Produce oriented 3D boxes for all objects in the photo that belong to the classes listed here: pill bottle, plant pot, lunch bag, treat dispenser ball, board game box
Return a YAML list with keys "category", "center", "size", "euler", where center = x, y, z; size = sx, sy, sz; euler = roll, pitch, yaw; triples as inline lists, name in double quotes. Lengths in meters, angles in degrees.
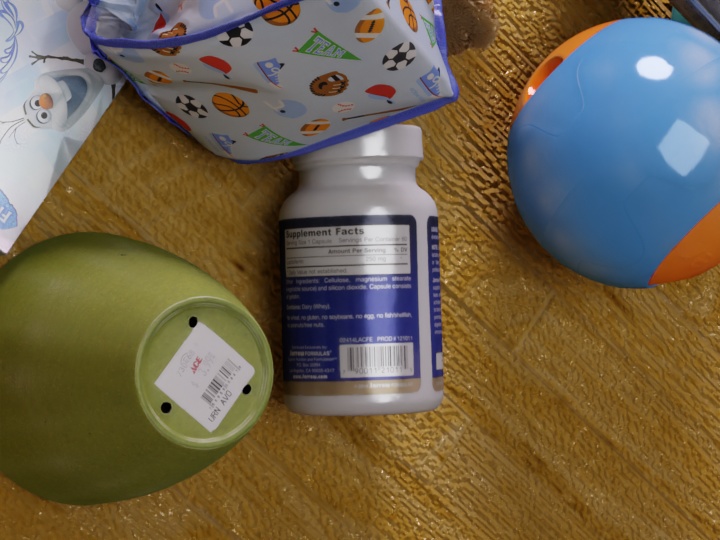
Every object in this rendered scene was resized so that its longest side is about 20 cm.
- category: "pill bottle"
  center: [0.000, 0.000, 1.398]
  size: [0.115, 0.116, 0.202]
  euler: [0, 88, -29]
- category: "plant pot"
  center: [-0.139, 0.064, 1.271]
  size: [0.186, 0.200, 0.189]
  euler: [1, 87, -29]
- category: "lunch bag"
  center: [-0.062, -0.160, 1.308]
  size: [0.170, 0.199, 0.124]
  euler: [42, 33, -50]
- category: "treat dispenser ball"
  center: [0.208, -0.087, 1.467]
  size: [0.200, 0.201, 0.202]
  euler: [1, 88, -29]
- category: "board game box"
  center: [-0.261, -0.148, 1.300]
  size: [0.200, 0.043, 0.200]
  euler: [40, 69, -22]

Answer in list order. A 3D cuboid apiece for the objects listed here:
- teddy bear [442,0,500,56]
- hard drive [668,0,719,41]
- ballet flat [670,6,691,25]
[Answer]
- category: "teddy bear"
  center: [0.051, -0.256, 1.428]
  size: [0.200, 0.144, 0.067]
  euler: [55, 35, -16]
- category: "hard drive"
  center: [0.236, -0.236, 1.494]
  size: [0.038, 0.140, 0.200]
  euler: [-43, 88, 6]
- category: "ballet flat"
  center: [0.293, -0.246, 1.600]
  size: [0.063, 0.068, 0.202]
  euler: [5, 87, -47]
